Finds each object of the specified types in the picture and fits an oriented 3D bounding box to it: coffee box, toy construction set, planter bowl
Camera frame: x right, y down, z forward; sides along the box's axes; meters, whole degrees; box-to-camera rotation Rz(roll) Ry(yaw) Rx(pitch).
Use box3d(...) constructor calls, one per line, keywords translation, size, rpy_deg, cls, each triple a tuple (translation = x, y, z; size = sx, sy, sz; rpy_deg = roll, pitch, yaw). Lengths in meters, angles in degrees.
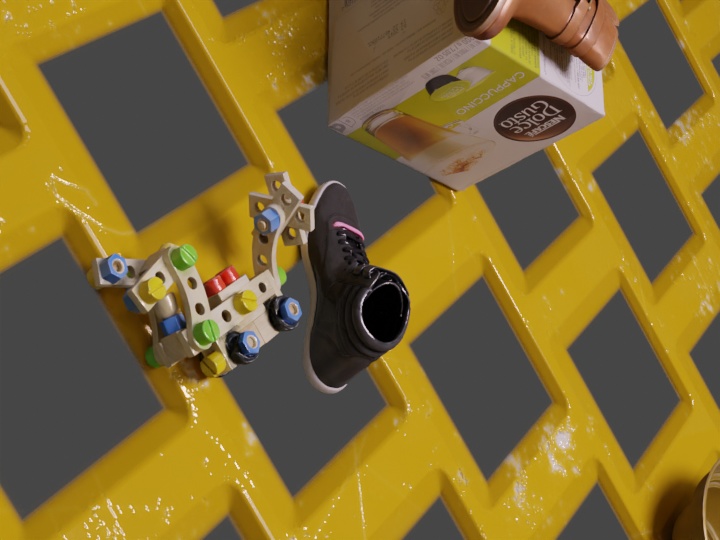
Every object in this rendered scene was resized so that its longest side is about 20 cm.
box3d(translation=(0.102, -0.230, 1.295), size=(0.196, 0.198, 0.203), rpy_deg=(22, 56, -37), cls="coffee box")
box3d(translation=(-0.112, 0.008, 1.052), size=(0.199, 0.092, 0.132), rpy_deg=(-35, 98, -37), cls="toy construction set")
box3d(translation=(0.399, 0.309, 1.444), size=(0.199, 0.083, 0.203), rpy_deg=(23, 56, -38), cls="planter bowl")

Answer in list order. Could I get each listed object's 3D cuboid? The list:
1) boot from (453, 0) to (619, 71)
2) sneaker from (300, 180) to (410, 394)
box3d(translation=(0.165, -0.229, 1.161), size=(0.155, 0.073, 0.201), rpy_deg=(47, 48, -25), cls="boot")
box3d(translation=(0.000, 0.000, 1.158), size=(0.070, 0.099, 0.203), rpy_deg=(22, 56, -36), cls="sneaker")
